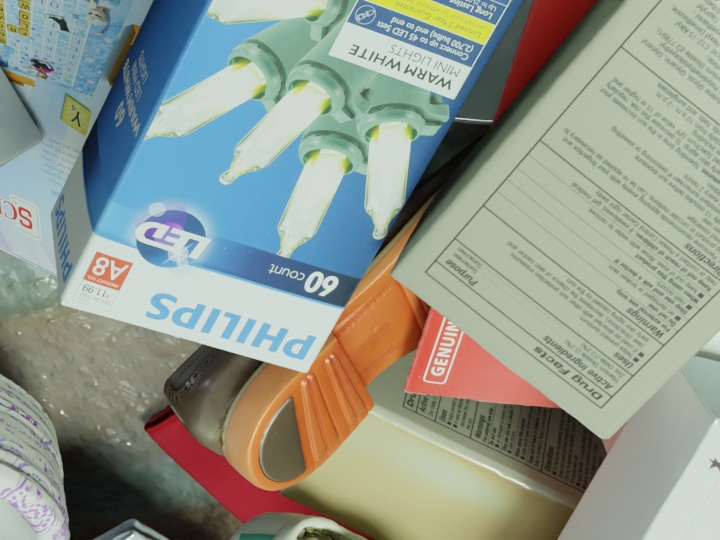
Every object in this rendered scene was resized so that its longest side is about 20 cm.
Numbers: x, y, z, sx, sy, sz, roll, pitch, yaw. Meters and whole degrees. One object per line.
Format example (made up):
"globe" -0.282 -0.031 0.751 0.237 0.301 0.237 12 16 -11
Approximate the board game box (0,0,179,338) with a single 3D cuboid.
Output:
"board game box" -0.138 -0.097 0.788 0.200 0.041 0.200 25 130 28

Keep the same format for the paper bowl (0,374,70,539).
"paper bowl" -0.244 0.104 0.929 0.200 0.105 0.201 -8 143 -6

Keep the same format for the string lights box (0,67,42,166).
"string lights box" -0.229 -0.058 0.819 0.200 0.059 0.103 -23 101 47

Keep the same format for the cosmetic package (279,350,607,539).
"cosmetic package" 0.073 0.091 0.881 0.200 0.105 0.071 27 125 -5

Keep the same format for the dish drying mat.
"dish drying mat" -0.014 0.126 0.974 0.200 0.018 0.077 42 124 -18

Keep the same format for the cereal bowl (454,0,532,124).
"cereal bowl" 0.048 -0.160 0.730 0.199 0.083 0.201 5 124 8

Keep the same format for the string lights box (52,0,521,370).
"string lights box" -0.024 -0.068 0.683 0.103 0.059 0.200 17 120 -24

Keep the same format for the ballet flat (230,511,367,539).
"ballet flat" 0.034 0.162 0.847 0.200 0.070 0.069 28 125 -15

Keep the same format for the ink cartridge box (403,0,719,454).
"ink cartridge box" 0.127 -0.005 0.750 0.176 0.045 0.200 6 126 -15

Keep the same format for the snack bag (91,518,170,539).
"snack bag" -0.141 0.204 0.988 0.200 0.021 0.189 -28 141 16

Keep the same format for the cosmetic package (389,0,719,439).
"cosmetic package" 0.111 -0.047 0.659 0.103 0.073 0.200 38 125 -5

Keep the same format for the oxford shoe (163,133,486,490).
"oxford shoe" 0.000 0.000 0.810 0.073 0.200 0.071 29 151 37

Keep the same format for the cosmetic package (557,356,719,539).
"cosmetic package" 0.149 0.137 0.795 0.150 0.052 0.200 12 119 -27
